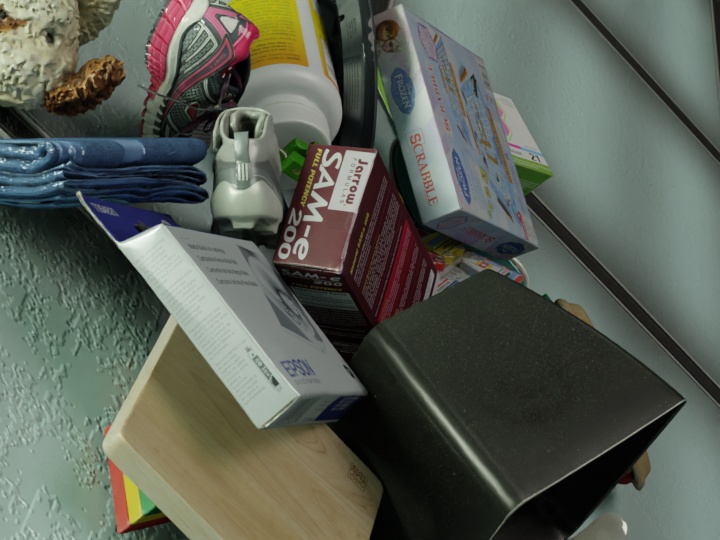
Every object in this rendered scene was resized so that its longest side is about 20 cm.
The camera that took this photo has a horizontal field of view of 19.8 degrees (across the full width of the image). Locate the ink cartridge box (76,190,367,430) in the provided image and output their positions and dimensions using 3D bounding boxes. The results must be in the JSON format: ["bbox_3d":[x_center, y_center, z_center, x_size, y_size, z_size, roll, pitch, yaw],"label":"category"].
[{"bbox_3d":[-0.088,0.019,1.397,0.200,0.041,0.200,50,9,10],"label":"ink cartridge box"}]

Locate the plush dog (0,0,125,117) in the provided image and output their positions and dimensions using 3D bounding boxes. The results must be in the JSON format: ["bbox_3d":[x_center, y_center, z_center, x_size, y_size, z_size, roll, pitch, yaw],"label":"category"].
[{"bbox_3d":[-0.252,-0.196,1.511,0.199,0.160,0.172,23,52,-17],"label":"plush dog"}]

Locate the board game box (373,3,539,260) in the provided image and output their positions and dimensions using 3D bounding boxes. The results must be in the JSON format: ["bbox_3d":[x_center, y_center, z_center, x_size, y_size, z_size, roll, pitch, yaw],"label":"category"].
[{"bbox_3d":[0.086,-0.121,1.875,0.199,0.041,0.201,22,50,-63],"label":"board game box"}]

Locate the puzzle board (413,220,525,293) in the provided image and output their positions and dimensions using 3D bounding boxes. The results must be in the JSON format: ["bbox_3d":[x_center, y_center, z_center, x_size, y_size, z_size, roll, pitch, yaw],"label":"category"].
[{"bbox_3d":[0.051,-0.002,1.798,0.150,0.017,0.200,24,21,14],"label":"puzzle board"}]

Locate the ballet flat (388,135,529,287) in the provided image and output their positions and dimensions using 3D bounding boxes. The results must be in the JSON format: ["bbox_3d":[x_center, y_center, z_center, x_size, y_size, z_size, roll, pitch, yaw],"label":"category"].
[{"bbox_3d":[0.090,-0.049,1.978,0.200,0.069,0.069,53,24,-8],"label":"ballet flat"}]

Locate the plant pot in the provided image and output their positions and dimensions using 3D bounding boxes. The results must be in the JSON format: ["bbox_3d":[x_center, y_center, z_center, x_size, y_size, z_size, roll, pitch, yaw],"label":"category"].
[{"bbox_3d":[0.082,0.121,1.523,0.199,0.200,0.178,-25,66,-39],"label":"plant pot"}]

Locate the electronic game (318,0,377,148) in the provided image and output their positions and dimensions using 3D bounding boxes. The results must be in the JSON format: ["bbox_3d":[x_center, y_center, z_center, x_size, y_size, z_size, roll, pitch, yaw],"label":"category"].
[{"bbox_3d":[-0.012,-0.171,1.831,0.041,0.201,0.201,-1,45,-11],"label":"electronic game"}]

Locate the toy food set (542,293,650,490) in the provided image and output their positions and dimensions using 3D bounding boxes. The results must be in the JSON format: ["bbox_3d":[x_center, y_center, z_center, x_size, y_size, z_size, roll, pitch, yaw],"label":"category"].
[{"bbox_3d":[0.214,0.115,1.917,0.198,0.048,0.201,61,6,-82],"label":"toy food set"}]

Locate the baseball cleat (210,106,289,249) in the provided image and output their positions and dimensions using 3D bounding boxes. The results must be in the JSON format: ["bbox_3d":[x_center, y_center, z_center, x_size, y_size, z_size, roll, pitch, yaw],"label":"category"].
[{"bbox_3d":[-0.080,-0.067,1.576,0.200,0.069,0.107,133,-41,-83],"label":"baseball cleat"}]

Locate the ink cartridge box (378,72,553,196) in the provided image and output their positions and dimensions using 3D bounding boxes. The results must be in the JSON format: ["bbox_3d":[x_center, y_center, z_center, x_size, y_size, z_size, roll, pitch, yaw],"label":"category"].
[{"bbox_3d":[0.093,-0.168,2.112,0.148,0.076,0.201,11,48,-56],"label":"ink cartridge box"}]

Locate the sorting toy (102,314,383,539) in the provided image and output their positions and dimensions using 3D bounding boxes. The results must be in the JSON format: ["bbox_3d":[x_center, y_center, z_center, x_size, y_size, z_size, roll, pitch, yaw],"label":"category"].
[{"bbox_3d":[-0.090,0.146,1.380,0.200,0.070,0.199,47,25,-13],"label":"sorting toy"}]

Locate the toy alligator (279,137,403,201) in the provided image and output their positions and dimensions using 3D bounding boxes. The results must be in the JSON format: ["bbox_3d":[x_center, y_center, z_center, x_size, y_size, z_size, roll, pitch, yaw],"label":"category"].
[{"bbox_3d":[-0.029,-0.078,1.687,0.200,0.059,0.054,37,29,-21],"label":"toy alligator"}]

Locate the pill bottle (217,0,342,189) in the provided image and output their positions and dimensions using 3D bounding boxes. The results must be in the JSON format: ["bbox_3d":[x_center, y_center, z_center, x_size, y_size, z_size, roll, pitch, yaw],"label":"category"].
[{"bbox_3d":[-0.076,-0.165,1.769,0.109,0.109,0.201,33,30,-36],"label":"pill bottle"}]

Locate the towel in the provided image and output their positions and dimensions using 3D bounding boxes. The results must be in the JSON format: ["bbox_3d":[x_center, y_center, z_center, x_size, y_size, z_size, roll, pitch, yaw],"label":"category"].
[{"bbox_3d":[-0.198,-0.069,1.447,0.200,0.111,0.049,-9,101,-63],"label":"towel"}]

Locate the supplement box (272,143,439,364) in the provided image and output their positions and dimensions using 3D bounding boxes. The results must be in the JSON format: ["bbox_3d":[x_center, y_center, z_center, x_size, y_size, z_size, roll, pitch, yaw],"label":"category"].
[{"bbox_3d":[0.000,0.000,1.603,0.200,0.061,0.109,62,39,-56],"label":"supplement box"}]

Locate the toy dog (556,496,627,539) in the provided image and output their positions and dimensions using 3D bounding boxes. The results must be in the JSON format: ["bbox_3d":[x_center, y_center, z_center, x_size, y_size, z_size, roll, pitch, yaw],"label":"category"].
[{"bbox_3d":[0.180,0.182,1.694,0.132,0.096,0.201,3,78,-56],"label":"toy dog"}]

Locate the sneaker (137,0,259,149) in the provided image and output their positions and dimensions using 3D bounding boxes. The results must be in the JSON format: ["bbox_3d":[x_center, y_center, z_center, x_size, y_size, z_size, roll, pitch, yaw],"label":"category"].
[{"bbox_3d":[-0.124,-0.138,1.587,0.074,0.200,0.081,23,65,4],"label":"sneaker"}]
